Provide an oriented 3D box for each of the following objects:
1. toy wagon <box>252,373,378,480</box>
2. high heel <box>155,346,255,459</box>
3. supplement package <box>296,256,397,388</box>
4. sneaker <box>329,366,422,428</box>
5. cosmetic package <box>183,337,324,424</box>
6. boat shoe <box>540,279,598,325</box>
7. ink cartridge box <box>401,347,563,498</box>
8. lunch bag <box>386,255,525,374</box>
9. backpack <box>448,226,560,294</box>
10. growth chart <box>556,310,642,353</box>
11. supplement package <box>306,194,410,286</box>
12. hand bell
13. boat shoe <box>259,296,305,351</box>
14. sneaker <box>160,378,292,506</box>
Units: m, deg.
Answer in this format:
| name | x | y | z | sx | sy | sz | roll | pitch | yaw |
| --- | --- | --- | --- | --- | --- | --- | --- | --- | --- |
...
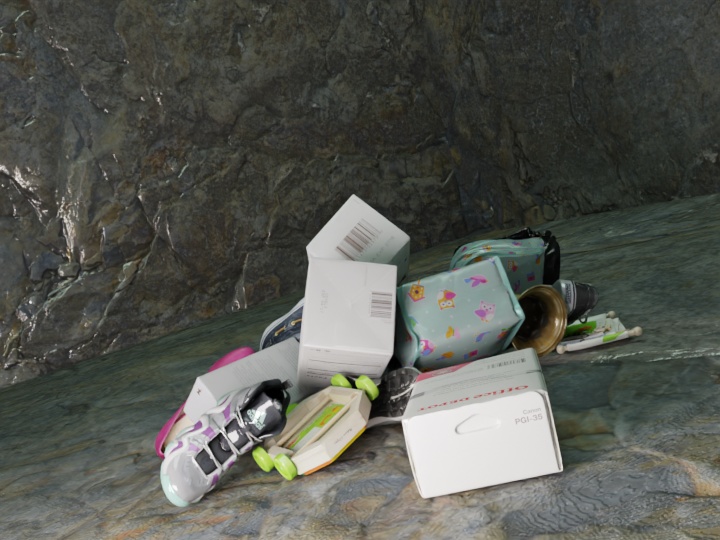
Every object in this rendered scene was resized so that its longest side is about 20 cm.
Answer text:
| name | x | y | z | sx | sy | sz | roll | pitch | yaw |
| --- | --- | --- | --- | --- | --- | --- | --- | --- | --- |
| toy wagon | -0.065 | 0.194 | 1.072 | 0.155 | 0.040 | 0.199 | -40 | 15 | -26 |
| high heel | -0.226 | 0.193 | 1.252 | 0.200 | 0.067 | 0.096 | -44 | 1 | -7 |
| supplement package | -0.022 | 0.079 | 1.156 | 0.117 | 0.124 | 0.201 | 5 | -22 | -5 |
| sneaker | 0.029 | 0.176 | 1.124 | 0.198 | 0.076 | 0.078 | -15 | -21 | 42 |
| cosmetic package | -0.144 | 0.181 | 1.224 | 0.198 | 0.101 | 0.072 | -19 | -33 | -49 |
| boat shoe | 0.323 | 0.050 | 1.334 | 0.066 | 0.075 | 0.200 | 2 | -14 | -1 |
| ink cartridge box | 0.127 | 0.154 | 0.890 | 0.143 | 0.085 | 0.200 | -14 | 4 | 10 |
| lunch bag | 0.122 | 0.089 | 1.200 | 0.167 | 0.124 | 0.201 | -15 | -26 | -14 |
| backpack | 0.255 | 0.010 | 1.523 | 0.195 | 0.171 | 0.127 | 1 | 9 | 0 |
| growth chart | 0.344 | 0.097 | 1.310 | 0.141 | 0.018 | 0.200 | -15 | 4 | 8 |
| supplement package | 0.000 | 0.000 | 1.326 | 0.117 | 0.116 | 0.201 | -49 | -17 | -17 |
| hand bell | 0.215 | 0.057 | 1.302 | 0.102 | 0.107 | 0.199 | -16 | 16 | -21 |
| boat shoe | -0.118 | 0.123 | 1.380 | 0.200 | 0.070 | 0.092 | -47 | 19 | 43 |
| sneaker | -0.147 | 0.191 | 1.019 | 0.139 | 0.078 | 0.201 | -28 | 16 | 35 |
